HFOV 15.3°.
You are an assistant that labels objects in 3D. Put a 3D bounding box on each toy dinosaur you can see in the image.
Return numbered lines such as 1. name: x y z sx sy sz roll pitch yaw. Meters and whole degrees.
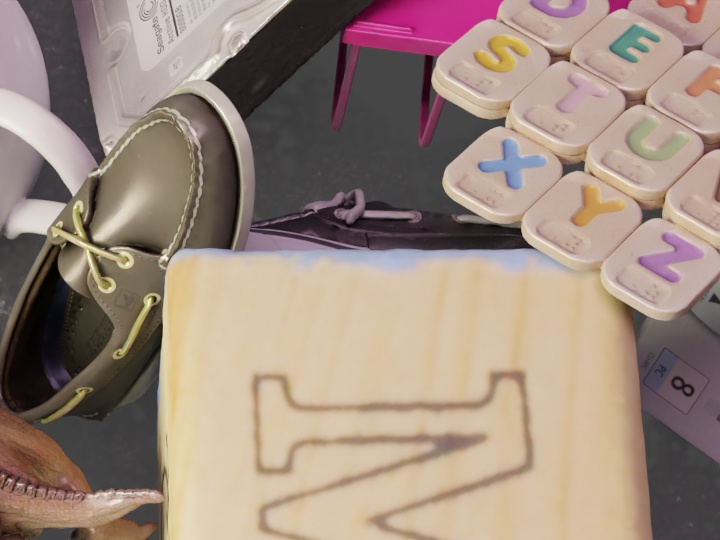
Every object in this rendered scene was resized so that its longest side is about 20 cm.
1. toy dinosaur: -0.164 0.079 1.122 0.086 0.200 0.136 -40 110 -22

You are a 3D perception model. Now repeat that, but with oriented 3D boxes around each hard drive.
1. hard drive: -0.052 -0.146 1.240 0.038 0.200 0.140 28 33 -37

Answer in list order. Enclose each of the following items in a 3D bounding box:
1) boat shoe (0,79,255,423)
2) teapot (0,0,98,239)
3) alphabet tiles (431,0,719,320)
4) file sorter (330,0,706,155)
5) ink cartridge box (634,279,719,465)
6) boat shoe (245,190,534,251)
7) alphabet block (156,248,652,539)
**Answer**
1. boat shoe: -0.105 -0.001 1.158 0.060 0.202 0.072 -21 63 -39
2. teapot: -0.231 -0.089 1.223 0.200 0.146 0.198 -10 67 -11
3. alphabet tiles: 0.134 -0.061 1.145 0.200 0.015 0.196 32 49 21
4. file sorter: 0.089 -0.131 1.288 0.200 0.125 0.139 7 64 -4
5. ink cartridge box: 0.230 0.048 1.203 0.200 0.160 0.047 37 41 11
6. boat shoe: 0.000 -0.002 1.235 0.199 0.074 0.068 0 44 3
7. alphabet block: 0.013 0.119 1.131 0.196 0.195 0.200 -1 65 -5
